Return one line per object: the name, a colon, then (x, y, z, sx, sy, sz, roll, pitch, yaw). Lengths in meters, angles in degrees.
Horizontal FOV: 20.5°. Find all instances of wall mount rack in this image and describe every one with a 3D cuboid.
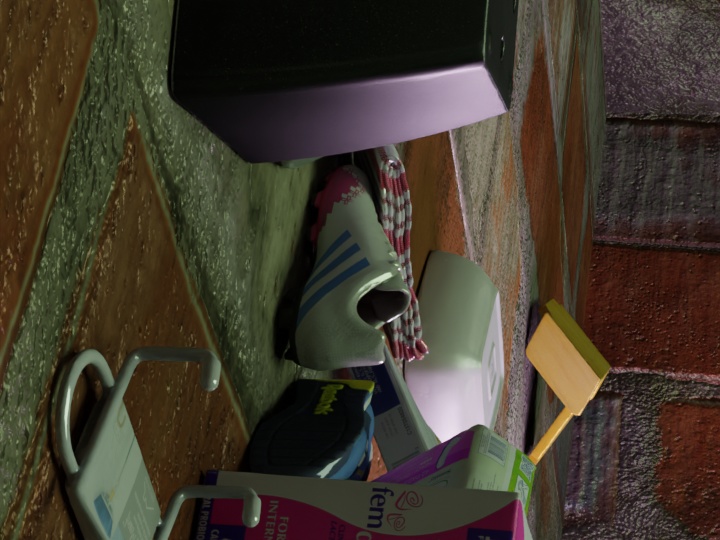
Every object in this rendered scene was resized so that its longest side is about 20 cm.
wall mount rack: (-0.104, 0.140, 1.004, 0.200, 0.074, 0.174, 78, 20, -43)

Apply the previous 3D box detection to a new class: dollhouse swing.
dollhouse swing: (0.276, 0.171, 3.019, 0.182, 0.176, 0.200, 51, 12, 4)

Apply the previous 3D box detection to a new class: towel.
towel: (0.021, -0.044, 1.582, 0.146, 0.030, 0.200, -110, -168, -55)

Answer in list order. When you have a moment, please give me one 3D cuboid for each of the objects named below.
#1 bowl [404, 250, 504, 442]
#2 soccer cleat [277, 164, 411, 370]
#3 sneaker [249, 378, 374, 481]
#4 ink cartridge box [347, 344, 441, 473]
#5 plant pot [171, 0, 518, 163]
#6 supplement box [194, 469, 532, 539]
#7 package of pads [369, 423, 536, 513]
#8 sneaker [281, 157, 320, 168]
bowl: (0.099, 0.101, 2.022, 0.200, 0.075, 0.200, -71, 160, -50)
soccer cleat: (0.000, 0.000, 1.463, 0.200, 0.086, 0.070, -76, 164, -45)
sneaker: (-0.028, 0.135, 1.399, 0.200, 0.074, 0.082, -43, 137, -72)
ink cartridge box: (0.057, 0.179, 1.629, 0.200, 0.041, 0.200, 60, 5, -48)
plant pot: (0.003, -0.177, 1.211, 0.200, 0.177, 0.200, 43, 52, -77)
supplement box: (0.001, 0.193, 1.227, 0.103, 0.200, 0.101, 73, 23, -60)
package of pads: (0.023, 0.211, 1.385, 0.068, 0.200, 0.155, 42, 37, -20)
sneaker: (-0.017, -0.140, 1.427, 0.200, 0.071, 0.099, -36, 106, -56)
